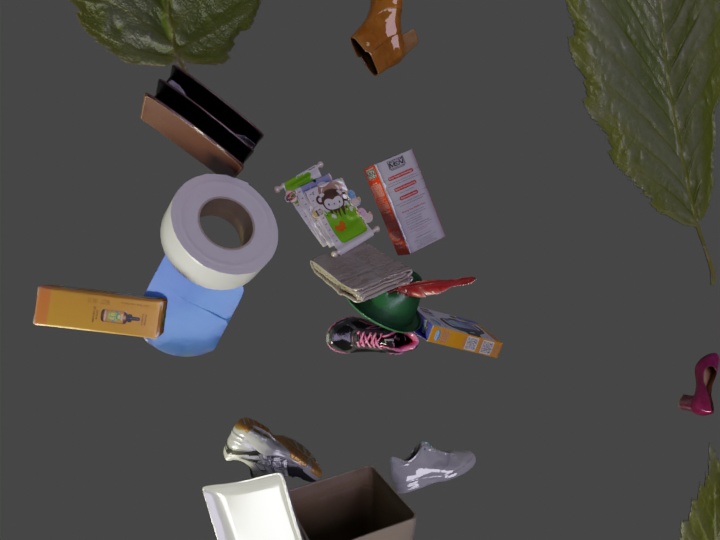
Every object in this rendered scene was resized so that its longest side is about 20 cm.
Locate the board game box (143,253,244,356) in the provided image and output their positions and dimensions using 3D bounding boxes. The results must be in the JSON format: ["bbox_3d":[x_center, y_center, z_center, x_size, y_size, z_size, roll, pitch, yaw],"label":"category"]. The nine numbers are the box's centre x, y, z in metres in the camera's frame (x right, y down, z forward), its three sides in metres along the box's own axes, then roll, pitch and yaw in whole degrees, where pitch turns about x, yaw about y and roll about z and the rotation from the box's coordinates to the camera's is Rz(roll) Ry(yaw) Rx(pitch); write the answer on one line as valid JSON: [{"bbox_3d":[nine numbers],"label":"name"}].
[{"bbox_3d":[-0.314,0.056,1.068,0.157,0.039,0.201,28,84,-20],"label":"board game box"}]

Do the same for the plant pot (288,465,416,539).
[{"bbox_3d":[-0.021,0.521,1.097,0.198,0.199,0.179,-8,103,-23],"label":"plant pot"}]

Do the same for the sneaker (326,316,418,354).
[{"bbox_3d":[0.030,0.137,1.180,0.198,0.095,0.080,3,89,-22],"label":"sneaker"}]

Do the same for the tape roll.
[{"bbox_3d":[-0.251,-0.071,1.042,0.201,0.071,0.204,16,58,-27],"label":"tape roll"}]

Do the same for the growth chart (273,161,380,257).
[{"bbox_3d":[-0.062,-0.126,1.174,0.145,0.018,0.200,-41,92,-26],"label":"growth chart"}]

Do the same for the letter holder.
[{"bbox_3d":[-0.278,-0.268,1.039,0.199,0.142,0.101,36,75,-17],"label":"letter holder"}]

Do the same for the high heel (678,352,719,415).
[{"bbox_3d":[0.948,0.308,1.562,0.067,0.096,0.201,41,73,-16],"label":"high heel"}]

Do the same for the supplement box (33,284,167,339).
[{"bbox_3d":[-0.433,0.069,0.978,0.198,0.069,0.067,9,88,-8],"label":"supplement box"}]

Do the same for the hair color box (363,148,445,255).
[{"bbox_3d":[0.095,-0.144,1.238,0.101,0.061,0.202,-25,98,-22],"label":"hair color box"}]

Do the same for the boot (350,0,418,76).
[{"bbox_3d":[0.029,-0.528,1.220,0.144,0.071,0.202,-39,107,-23],"label":"boot"}]

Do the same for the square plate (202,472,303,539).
[{"bbox_3d":[-0.180,0.466,1.036,0.028,0.199,0.200,-15,85,-61],"label":"square plate"}]

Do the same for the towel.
[{"bbox_3d":[0.000,0.000,1.124,0.132,0.200,0.035,-20,119,-23],"label":"towel"}]

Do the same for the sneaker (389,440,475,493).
[{"bbox_3d":[0.155,0.404,1.239,0.198,0.075,0.089,-11,80,-22],"label":"sneaker"}]

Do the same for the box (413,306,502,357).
[{"bbox_3d":[0.189,0.126,1.232,0.198,0.119,0.042,18,101,-22],"label":"box"}]

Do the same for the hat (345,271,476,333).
[{"bbox_3d":[0.090,0.007,1.131,0.199,0.166,0.177,25,117,-6],"label":"hat"}]

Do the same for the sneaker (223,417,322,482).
[{"bbox_3d":[-0.169,0.361,1.107,0.199,0.076,0.088,34,91,-15],"label":"sneaker"}]
